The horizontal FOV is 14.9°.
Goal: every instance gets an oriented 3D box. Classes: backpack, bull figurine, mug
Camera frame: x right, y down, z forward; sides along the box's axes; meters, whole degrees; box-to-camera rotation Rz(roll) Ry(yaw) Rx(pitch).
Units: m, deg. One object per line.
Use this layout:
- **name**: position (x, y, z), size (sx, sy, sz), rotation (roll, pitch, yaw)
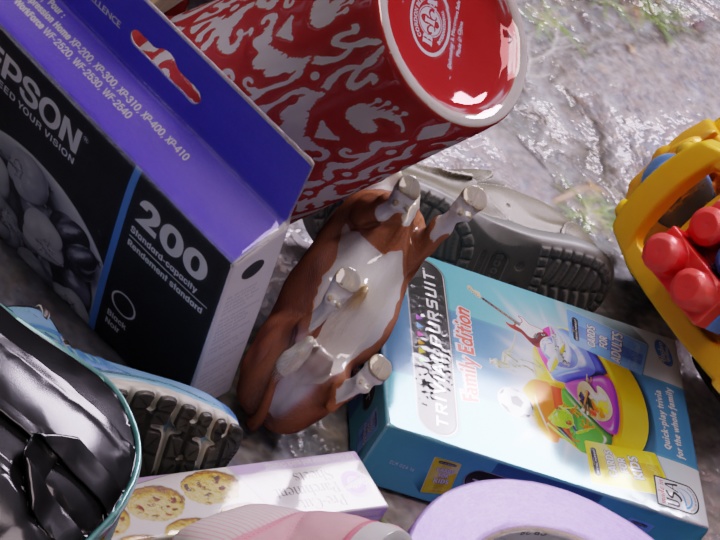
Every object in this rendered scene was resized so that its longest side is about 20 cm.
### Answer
- **backpack**: position (-0.203, 0.090, 1.212), size (0.199, 0.154, 0.176), rotation (27, 37, 9)
- **bull figurine**: position (0.000, 0.000, 1.469), size (0.065, 0.121, 0.201), rotation (33, 61, -14)
- **mug**: position (-0.028, -0.117, 1.423), size (0.133, 0.199, 0.179), rotation (-14, 86, -46)

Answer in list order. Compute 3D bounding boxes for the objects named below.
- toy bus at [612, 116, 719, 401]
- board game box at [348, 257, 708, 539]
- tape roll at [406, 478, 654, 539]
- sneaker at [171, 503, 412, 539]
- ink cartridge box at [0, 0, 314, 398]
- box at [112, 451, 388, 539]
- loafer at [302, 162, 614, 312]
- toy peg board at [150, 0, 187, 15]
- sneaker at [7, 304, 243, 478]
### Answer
- **toy bus**: position (0.213, -0.011, 1.612), size (0.192, 0.136, 0.200), rotation (21, 30, -54)
- **board game box**: position (0.090, 0.076, 1.540), size (0.199, 0.047, 0.152), rotation (19, 38, -19)
- **tape roll**: position (0.096, 0.201, 1.383), size (0.199, 0.066, 0.201), rotation (21, 37, -17)
- **sneaker**: position (-0.065, 0.184, 1.286), size (0.104, 0.076, 0.200), rotation (15, 47, 31)
- **ink cartridge box**: position (-0.124, -0.051, 1.398), size (0.198, 0.200, 0.043), rotation (44, 53, 16)
- **box**: position (-0.077, 0.124, 1.364), size (0.199, 0.039, 0.042), rotation (-3, 50, -39)
- **loafer**: position (0.052, -0.023, 1.617), size (0.199, 0.075, 0.070), rotation (20, 25, -24)
- **toy peg board**: position (-0.168, -0.216, 1.658), size (0.200, 0.098, 0.199), rotation (41, 51, 13)
- **sneaker**: position (-0.149, 0.051, 1.365), size (0.199, 0.079, 0.090), rotation (19, 35, -19)
